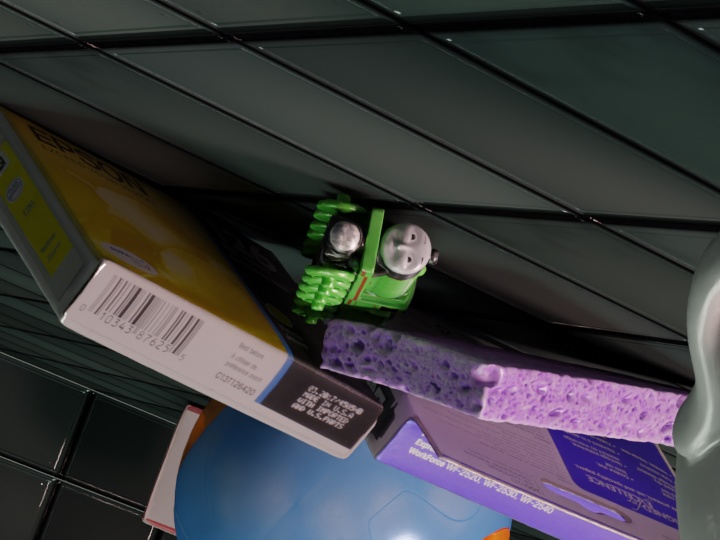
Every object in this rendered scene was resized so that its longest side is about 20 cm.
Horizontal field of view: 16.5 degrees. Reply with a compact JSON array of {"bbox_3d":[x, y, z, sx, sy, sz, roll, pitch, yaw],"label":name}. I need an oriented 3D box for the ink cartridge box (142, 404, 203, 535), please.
[{"bbox_3d":[-0.165,0.250,2.885,0.145,0.145,0.200,20,172,-4],"label":"ink cartridge box"}]

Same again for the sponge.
[{"bbox_3d":[0.085,0.058,1.213,0.111,0.030,0.199,14,-178,44],"label":"sponge"}]

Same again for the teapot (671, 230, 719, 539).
[{"bbox_3d":[0.192,0.061,0.686,0.200,0.198,0.146,-17,163,-48],"label":"teapot"}]

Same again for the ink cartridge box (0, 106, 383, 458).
[{"bbox_3d":[-0.102,-0.008,1.225,0.197,0.047,0.200,28,-162,-41],"label":"ink cartridge box"}]

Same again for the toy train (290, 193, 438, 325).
[{"bbox_3d":[0.000,0.000,1.151,0.056,0.042,0.200,11,173,-3],"label":"toy train"}]

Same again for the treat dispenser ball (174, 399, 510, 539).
[{"bbox_3d":[-0.010,0.139,1.467,0.200,0.202,0.201,20,172,3],"label":"treat dispenser ball"}]

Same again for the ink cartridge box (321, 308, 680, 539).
[{"bbox_3d":[0.087,0.097,1.294,0.197,0.044,0.200,24,-164,-22],"label":"ink cartridge box"}]
